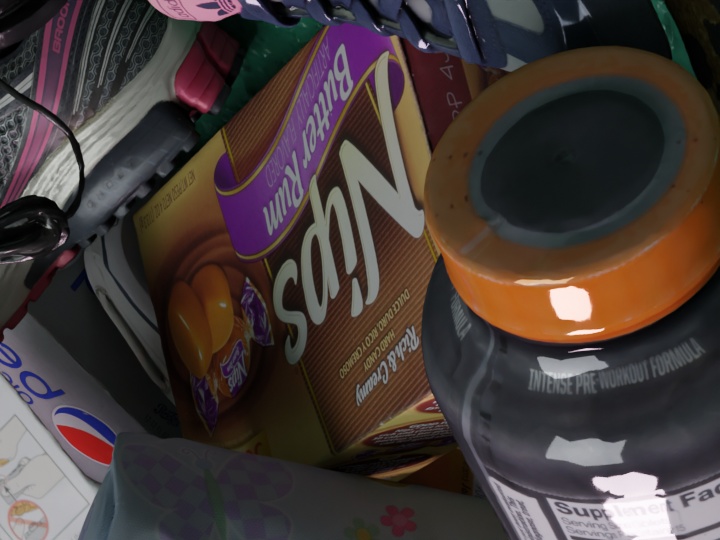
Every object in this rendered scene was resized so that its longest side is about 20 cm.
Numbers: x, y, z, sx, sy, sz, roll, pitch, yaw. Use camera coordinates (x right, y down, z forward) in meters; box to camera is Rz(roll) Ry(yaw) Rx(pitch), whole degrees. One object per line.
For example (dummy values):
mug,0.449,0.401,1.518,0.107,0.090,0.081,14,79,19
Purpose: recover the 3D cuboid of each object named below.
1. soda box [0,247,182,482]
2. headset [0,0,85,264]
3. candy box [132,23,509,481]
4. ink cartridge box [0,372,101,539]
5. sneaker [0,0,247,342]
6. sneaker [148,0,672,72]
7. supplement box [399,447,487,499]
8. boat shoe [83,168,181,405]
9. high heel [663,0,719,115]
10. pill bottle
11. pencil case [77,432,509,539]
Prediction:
soda box,-0.108,0.014,0.987,0.200,0.063,0.068,46,146,-17
headset,-0.134,-0.094,0.766,0.123,0.094,0.200,15,-127,-80
candy box,0.000,0.000,0.814,0.200,0.056,0.117,-38,63,59
ink cartridge box,-0.101,0.133,0.881,0.163,0.057,0.200,-44,77,30
sneaker,-0.126,-0.026,0.878,0.075,0.081,0.200,42,107,-11
sneaker,-0.009,-0.082,0.696,0.200,0.082,0.070,35,159,38
supplement box,0.112,0.083,0.864,0.200,0.067,0.069,24,144,17
boat shoe,-0.019,0.047,0.950,0.200,0.074,0.065,51,152,-5
high heel,0.074,-0.101,0.666,0.142,0.071,0.200,30,151,29
pill bottle,0.080,0.035,0.669,0.106,0.106,0.200,13,148,33
pencil case,0.008,0.107,0.787,0.199,0.091,0.083,10,149,-8
